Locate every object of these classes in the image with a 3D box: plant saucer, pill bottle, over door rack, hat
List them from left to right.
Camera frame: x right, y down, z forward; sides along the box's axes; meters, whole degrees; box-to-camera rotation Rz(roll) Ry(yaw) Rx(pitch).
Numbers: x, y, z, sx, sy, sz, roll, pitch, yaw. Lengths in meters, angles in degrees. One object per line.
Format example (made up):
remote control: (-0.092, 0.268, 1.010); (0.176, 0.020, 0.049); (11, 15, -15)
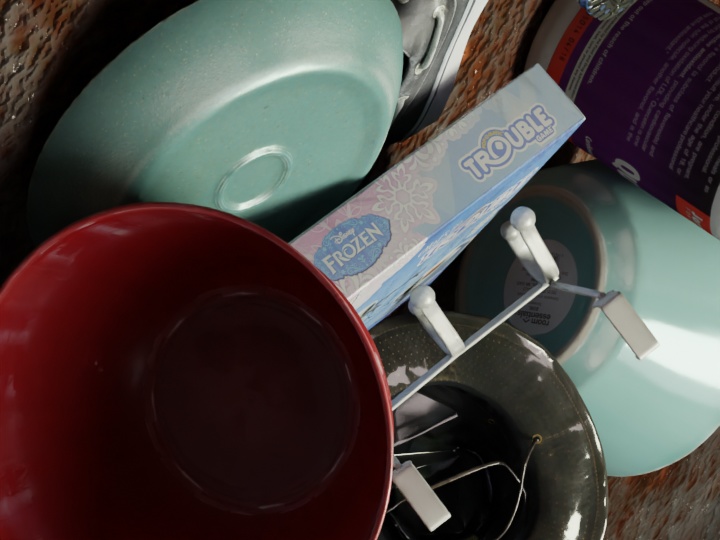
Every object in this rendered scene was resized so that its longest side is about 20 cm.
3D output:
plant saucer: (-0.057, -0.052, 1.109); (0.199, 0.036, 0.200); (-27, 151, -17)
hat: (0.046, 0.115, 1.404); (0.201, 0.200, 0.081); (-55, -169, 3)
over door rack: (0.054, 0.039, 1.252); (0.148, 0.067, 0.200); (-39, -163, -2)
pill bottle: (0.197, -0.089, 1.378); (0.112, 0.200, 0.113); (-40, 151, -27)

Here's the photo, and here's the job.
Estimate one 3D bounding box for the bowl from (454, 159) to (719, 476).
bowl: (0.133, 0.015, 1.446); (0.105, 0.201, 0.201); (17, 109, -43)

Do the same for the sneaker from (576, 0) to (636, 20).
sneaker: (0.096, -0.188, 1.217); (0.077, 0.085, 0.200); (-41, 161, 6)

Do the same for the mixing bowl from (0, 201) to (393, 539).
mixing bowl: (-0.064, 0.066, 1.073); (0.201, 0.200, 0.108); (-61, 167, 14)

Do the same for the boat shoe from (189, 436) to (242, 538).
boat shoe: (-0.083, 0.154, 1.171); (0.063, 0.073, 0.201); (27, 87, -41)

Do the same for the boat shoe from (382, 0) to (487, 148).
boat shoe: (0.016, -0.133, 1.167); (0.068, 0.072, 0.200); (-35, 156, -38)

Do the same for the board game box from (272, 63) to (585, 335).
board game box: (0.000, 0.000, 1.243); (0.200, 0.043, 0.199); (-37, 173, -34)

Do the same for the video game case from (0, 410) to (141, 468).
video game case: (-0.202, 0.152, 1.112); (0.182, 0.023, 0.201); (19, 101, -46)
